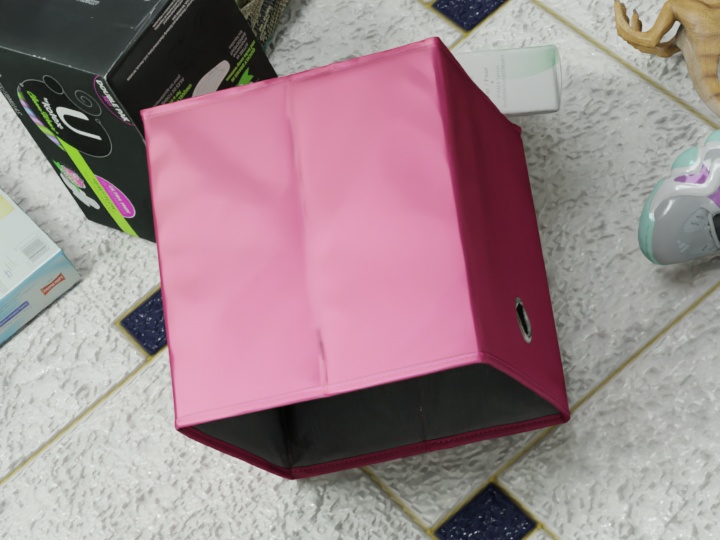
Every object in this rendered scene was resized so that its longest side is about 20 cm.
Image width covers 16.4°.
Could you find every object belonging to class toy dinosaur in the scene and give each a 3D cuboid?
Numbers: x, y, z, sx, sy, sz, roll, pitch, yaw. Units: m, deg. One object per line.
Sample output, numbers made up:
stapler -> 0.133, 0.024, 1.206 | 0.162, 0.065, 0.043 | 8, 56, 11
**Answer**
toy dinosaur -> 0.228, -0.161, 1.679 | 0.106, 0.060, 0.200 | -4, 51, 23

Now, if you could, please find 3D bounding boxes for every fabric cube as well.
fabric cube -> 0.000, 0.000, 1.516 | 0.200, 0.196, 0.200 | -13, 72, 16

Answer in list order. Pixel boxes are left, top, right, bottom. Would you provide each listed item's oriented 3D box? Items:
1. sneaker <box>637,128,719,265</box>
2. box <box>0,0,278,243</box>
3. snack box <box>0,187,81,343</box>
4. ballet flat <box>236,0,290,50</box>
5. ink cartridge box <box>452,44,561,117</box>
sneaker -> 0.279, -0.038, 1.532 | 0.200, 0.078, 0.140 | -32, 44, -1
box -> -0.151, -0.124, 1.744 | 0.148, 0.200, 0.124 | 18, 61, 38
snack box -> -0.303, -0.015, 1.844 | 0.116, 0.037, 0.200 | -40, 45, -9
ballet flat -> -0.067, -0.243, 1.893 | 0.068, 0.075, 0.200 | 10, 57, 35
ink cartridge box -> 0.019, -0.117, 1.647 | 0.199, 0.050, 0.161 | -3, 3, -9
